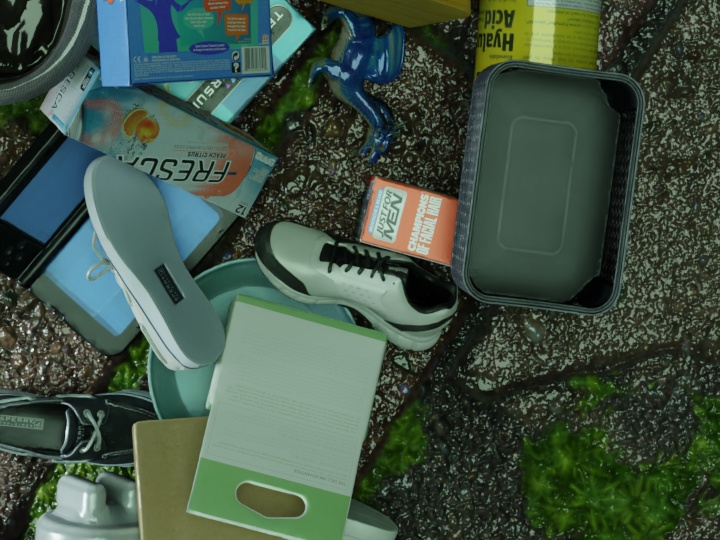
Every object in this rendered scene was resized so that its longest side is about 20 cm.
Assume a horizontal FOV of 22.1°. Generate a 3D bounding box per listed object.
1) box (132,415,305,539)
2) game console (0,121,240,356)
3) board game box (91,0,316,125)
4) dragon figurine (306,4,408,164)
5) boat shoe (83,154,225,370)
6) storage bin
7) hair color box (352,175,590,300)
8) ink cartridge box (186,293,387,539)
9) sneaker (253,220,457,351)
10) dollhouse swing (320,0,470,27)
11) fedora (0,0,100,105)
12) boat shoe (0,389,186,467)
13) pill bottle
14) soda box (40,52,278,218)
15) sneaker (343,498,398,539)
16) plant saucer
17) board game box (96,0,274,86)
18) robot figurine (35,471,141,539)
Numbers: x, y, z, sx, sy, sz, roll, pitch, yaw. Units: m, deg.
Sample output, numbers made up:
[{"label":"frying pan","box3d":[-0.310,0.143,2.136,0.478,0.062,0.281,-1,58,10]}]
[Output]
[{"label":"box","box3d":[-0.114,0.227,1.626,0.162,0.021,0.202,-3,73,-11]},{"label":"game console","box3d":[-0.227,-0.046,1.641,0.116,0.176,0.200,41,90,23]},{"label":"board game box","box3d":[-0.162,-0.231,1.662,0.200,0.047,0.151,43,91,-5]},{"label":"dragon figurine","box3d":[0.009,-0.201,1.667,0.098,0.059,0.202,13,94,-4]},{"label":"boat shoe","box3d":[-0.195,-0.002,1.622,0.074,0.086,0.203,-36,100,-38]},{"label":"storage bin","box3d":[0.156,-0.071,1.558,0.134,0.094,0.202,7,93,-4]},{"label":"hair color box","box3d":[0.097,-0.031,1.659,0.198,0.111,0.065,14,92,-5]},{"label":"ink cartridge box","box3d":[-0.066,0.135,1.626,0.144,0.048,0.202,15,74,-9]},{"label":"sneaker","box3d":[0.000,0.000,1.654,0.198,0.080,0.074,23,57,-16]},{"label":"dollhouse swing","box3d":[0.063,-0.334,1.571,0.181,0.175,0.202,10,75,-40]},{"label":"fedora","box3d":[-0.291,-0.238,1.517,0.175,0.090,0.202,3,100,3]},{"label":"boat shoe","box3d":[-0.255,0.142,1.671,0.198,0.068,0.073,7,94,-6]},{"label":"pill bottle","box3d":[0.157,-0.181,1.651,0.110,0.111,0.202,3,94,-3]},{"label":"soda box","box3d":[-0.170,-0.117,1.582,0.199,0.068,0.064,24,100,-37]},{"label":"sneaker","box3d":[-0.072,0.256,1.694,0.198,0.074,0.117,14,96,4]},{"label":"plant saucer","box3d":[-0.096,0.089,1.687,0.198,0.036,0.202,0,90,-8]},{"label":"board game box","box3d":[-0.144,-0.254,1.500,0.151,0.045,0.202,-8,99,-42]},{"label":"robot figurine","box3d":[-0.238,0.285,1.660,0.168,0.113,0.202,2,94,-35]}]
